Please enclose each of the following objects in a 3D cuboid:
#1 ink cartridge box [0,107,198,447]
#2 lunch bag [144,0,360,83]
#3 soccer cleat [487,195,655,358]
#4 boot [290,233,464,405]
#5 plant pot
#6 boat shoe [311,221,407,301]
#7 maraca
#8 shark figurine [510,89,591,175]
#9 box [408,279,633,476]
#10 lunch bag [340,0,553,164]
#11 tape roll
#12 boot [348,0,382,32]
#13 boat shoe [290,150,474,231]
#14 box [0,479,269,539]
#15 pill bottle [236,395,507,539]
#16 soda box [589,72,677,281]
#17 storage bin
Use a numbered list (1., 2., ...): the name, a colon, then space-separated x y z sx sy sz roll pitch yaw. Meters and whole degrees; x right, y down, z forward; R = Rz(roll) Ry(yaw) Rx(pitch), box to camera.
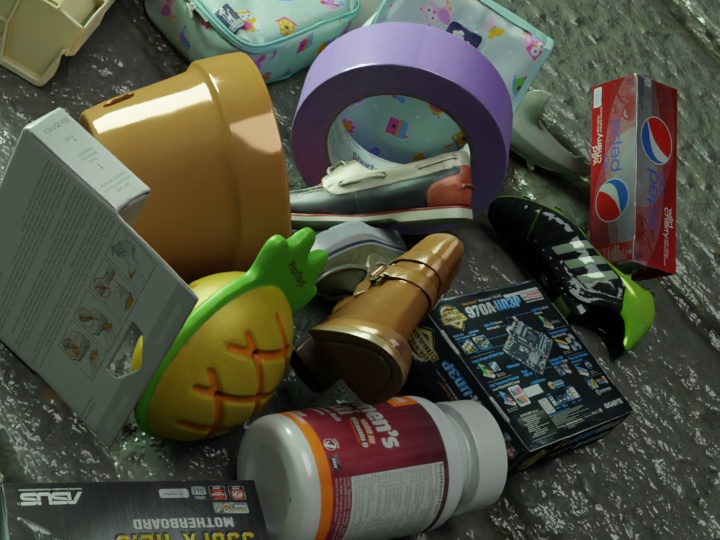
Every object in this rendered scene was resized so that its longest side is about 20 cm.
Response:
1. ink cartridge box: -0.203 0.010 1.096 0.176 0.200 0.045 43 43 7
2. lunch bag: -0.110 -0.270 1.483 0.161 0.077 0.200 49 45 13
3. soccer cleat: 0.201 0.003 1.456 0.200 0.068 0.081 38 56 2
4. boot: 0.030 0.028 1.171 0.155 0.200 0.074 -40 102 -18
5. plant pot: -0.151 -0.071 1.219 0.139 0.201 0.201 -10 58 -18
6. boat shoe: 0.000 0.000 1.291 0.062 0.072 0.200 58 24 13
7. maraca: -0.099 0.050 1.147 0.107 0.137 0.200 40 81 20
8. shark figurine: 0.198 -0.153 1.570 0.214 0.090 0.128 32 45 -1
9. box: 0.140 0.091 1.320 0.199 0.046 0.159 -10 59 -53
10. lunch bag: 0.072 -0.191 1.441 0.170 0.200 0.122 31 43 -6
11. tape roll: 0.039 -0.127 1.364 0.199 0.200 0.066 24 43 -12
12. boot: 0.059 -0.263 1.590 0.199 0.073 0.090 22 23 4
13. boat shoe: 0.003 -0.070 1.331 0.198 0.071 0.063 -3 86 11
14. box: -0.155 0.229 1.048 0.199 0.048 0.159 4 51 -29
15. pill bottle: 0.012 0.157 1.168 0.199 0.110 0.110 -5 56 -34
16. soda box: 0.280 -0.094 1.520 0.070 0.063 0.202 14 74 -38
17. storage bin: -0.311 -0.296 1.370 0.198 0.094 0.200 32 43 -5
